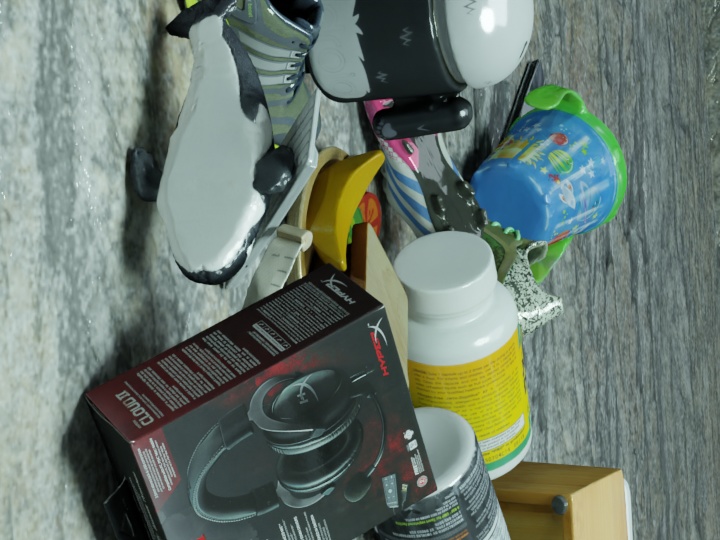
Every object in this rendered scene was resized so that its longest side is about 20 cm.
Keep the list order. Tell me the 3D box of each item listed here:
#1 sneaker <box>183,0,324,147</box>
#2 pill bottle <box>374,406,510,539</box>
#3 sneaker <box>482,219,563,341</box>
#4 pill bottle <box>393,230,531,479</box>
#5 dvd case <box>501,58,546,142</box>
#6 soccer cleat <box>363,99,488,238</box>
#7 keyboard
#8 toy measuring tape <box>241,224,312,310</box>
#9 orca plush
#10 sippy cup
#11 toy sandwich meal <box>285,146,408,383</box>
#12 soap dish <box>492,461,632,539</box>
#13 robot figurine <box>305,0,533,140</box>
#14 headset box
[{"bbox_3d":[-0.060,-0.157,1.501,0.200,0.080,0.074,63,31,-49],"label":"sneaker"},{"bbox_3d":[0.068,0.217,1.768,0.107,0.105,0.201,-73,152,-45],"label":"pill bottle"},{"bbox_3d":[0.122,-0.013,1.914,0.077,0.088,0.201,79,-12,-58],"label":"sneaker"},{"bbox_3d":[0.081,0.071,1.792,0.113,0.112,0.201,-68,154,-50],"label":"pill bottle"},{"bbox_3d":[0.185,-0.112,2.288,0.200,0.016,0.149,-67,148,-51],"label":"dvd case"},{"bbox_3d":[0.038,-0.099,1.814,0.070,0.086,0.201,-23,91,-32],"label":"soccer cleat"},{"bbox_3d":[-0.060,-0.051,1.420,0.200,0.011,0.057,128,-34,-59],"label":"keyboard"},{"bbox_3d":[-0.071,0.071,1.404,0.201,0.073,0.074,-67,154,-13],"label":"toy measuring tape"},{"bbox_3d":[-0.097,-0.075,1.388,0.071,0.105,0.201,71,1,-64],"label":"orca plush"},{"bbox_3d":[0.173,-0.081,2.089,0.130,0.139,0.179,-33,99,-50],"label":"sippy cup"},{"bbox_3d":[0.000,0.000,1.662,0.205,0.070,0.207,-3,90,-71],"label":"toy sandwich meal"},{"bbox_3d":[0.145,0.249,1.872,0.081,0.199,0.159,-6,94,-47],"label":"soap dish"},{"bbox_3d":[0.030,-0.189,1.584,0.151,0.199,0.125,64,29,-46],"label":"robot figurine"},{"bbox_3d":[-0.067,0.111,1.316,0.199,0.077,0.150,-28,123,-19],"label":"headset box"}]
